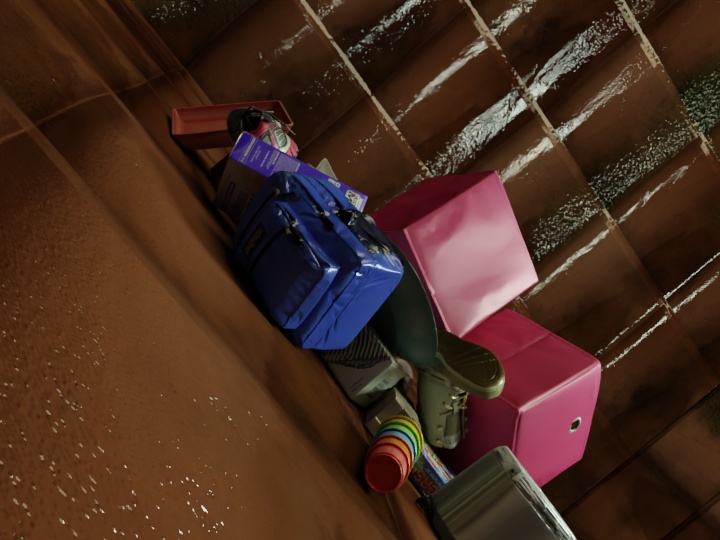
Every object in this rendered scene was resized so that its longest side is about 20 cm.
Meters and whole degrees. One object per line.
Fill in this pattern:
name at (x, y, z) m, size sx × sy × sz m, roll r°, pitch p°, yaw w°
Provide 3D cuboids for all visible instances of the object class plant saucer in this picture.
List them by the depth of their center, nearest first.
plant saucer at (0.035, 0.047, 1.171) m, size 0.201 × 0.038 × 0.203 m, roll 49°, pitch -27°, yaw 35°
plant saucer at (-0.223, -0.249, 1.447) m, size 0.200 × 0.196 × 0.037 m, roll -118°, pitch -156°, yaw -64°

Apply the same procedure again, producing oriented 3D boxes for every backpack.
backpack at (-0.069, -0.028, 1.051) m, size 0.167 × 0.163 × 0.201 m, roll 15°, pitch 34°, yaw -53°

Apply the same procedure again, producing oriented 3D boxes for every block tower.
block tower at (0.043, 0.197, 1.166) m, size 0.054 × 0.058 × 0.200 m, roll 50°, pitch 3°, yaw -1°

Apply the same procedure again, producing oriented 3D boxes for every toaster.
toaster at (0.172, 0.311, 1.040) m, size 0.201 × 0.129 × 0.114 m, roll 51°, pitch 1°, yaw -6°

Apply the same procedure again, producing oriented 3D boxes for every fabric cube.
fabric cube at (0.228, 0.213, 1.323) m, size 0.199 × 0.197 × 0.199 m, roll 30°, pitch -52°, yaw 41°
fabric cube at (0.123, -0.021, 1.340) m, size 0.199 × 0.198 × 0.199 m, roll 2°, pitch -58°, yaw 59°

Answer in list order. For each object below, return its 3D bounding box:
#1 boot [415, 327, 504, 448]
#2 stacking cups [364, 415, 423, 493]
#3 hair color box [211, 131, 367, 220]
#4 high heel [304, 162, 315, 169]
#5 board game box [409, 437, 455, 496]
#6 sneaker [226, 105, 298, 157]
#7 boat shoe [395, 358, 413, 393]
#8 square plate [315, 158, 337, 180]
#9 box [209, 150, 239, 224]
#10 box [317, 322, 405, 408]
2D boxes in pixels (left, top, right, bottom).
boot at (0.134, 0.180, 1.181) m, size 0.199 × 0.071 × 0.158 m, roll 28°, pitch -56°, yaw 59°
stacking cups at (0.034, 0.204, 0.907) m, size 0.061 × 0.060 × 0.200 m, roll 51°, pitch 6°, yaw 4°
hair color box at (-0.102, -0.098, 1.195) m, size 0.198 × 0.110 × 0.065 m, roll 26°, pitch 50°, yaw -7°
high heel at (-0.138, -0.127, 1.506) m, size 0.140 × 0.072 × 0.202 m, roll 14°, pitch -37°, yaw 11°
board game box at (0.096, 0.280, 1.197) m, size 0.136 × 0.034 × 0.200 m, roll 53°, pitch 2°, yaw 0°
sneaker at (-0.157, -0.214, 1.267) m, size 0.075 × 0.081 × 0.200 m, roll 49°, pitch -5°, yaw -35°
boat shoe at (0.046, 0.184, 1.360) m, size 0.070 × 0.071 × 0.200 m, roll 54°, pitch 11°, yaw 25°
square plate at (-0.049, -0.062, 1.364) m, size 0.200 × 0.028 × 0.200 m, roll 63°, pitch 23°, yaw -15°
box at (-0.176, -0.136, 1.401) m, size 0.096 × 0.099 × 0.200 m, roll 50°, pitch 3°, yaw -29°
box at (-0.027, 0.085, 1.172) m, size 0.201 × 0.082 × 0.068 m, roll 51°, pitch 2°, yaw 27°
